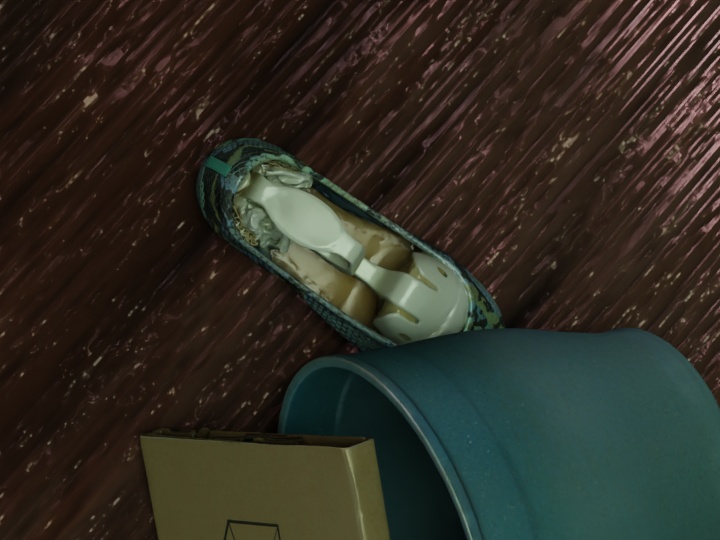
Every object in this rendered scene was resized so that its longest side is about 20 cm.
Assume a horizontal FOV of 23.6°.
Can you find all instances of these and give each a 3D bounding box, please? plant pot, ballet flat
[{"bbox_3d":[0.084,0.116,0.894,0.186,0.199,0.202,-17,98,-28],"label":"plant pot"},{"bbox_3d":[0.000,0.000,0.918,0.199,0.074,0.075,30,86,-15],"label":"ballet flat"}]

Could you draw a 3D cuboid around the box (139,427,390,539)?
[{"bbox_3d":[-0.039,0.181,0.878,0.021,0.162,0.202,-15,99,-45],"label":"box"}]
